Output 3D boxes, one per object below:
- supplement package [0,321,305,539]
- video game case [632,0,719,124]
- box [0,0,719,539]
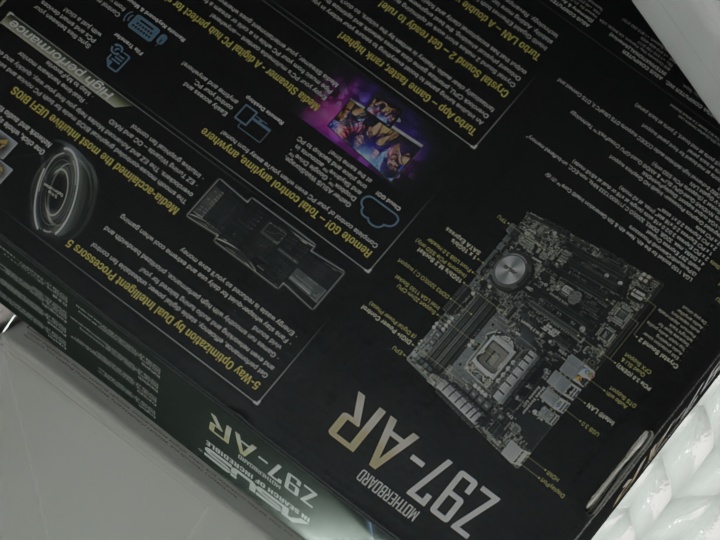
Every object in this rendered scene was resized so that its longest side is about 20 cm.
[{"bbox_3d":[-0.069,0.110,1.032,0.191,0.147,0.200,-57,169,24],"label":"supplement package"},{"bbox_3d":[0.093,-0.155,0.732,0.023,0.200,0.182,-22,-161,50],"label":"video game case"},{"bbox_3d":[0.002,-0.023,0.725,0.160,0.200,0.044,-50,170,-22],"label":"box"}]
